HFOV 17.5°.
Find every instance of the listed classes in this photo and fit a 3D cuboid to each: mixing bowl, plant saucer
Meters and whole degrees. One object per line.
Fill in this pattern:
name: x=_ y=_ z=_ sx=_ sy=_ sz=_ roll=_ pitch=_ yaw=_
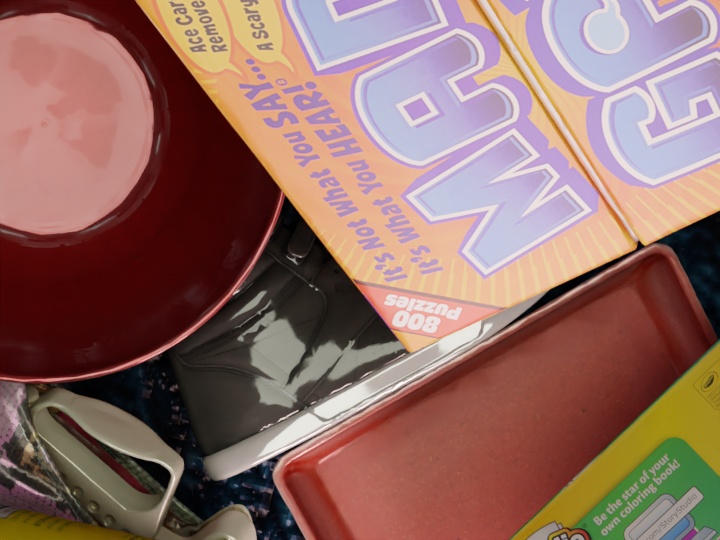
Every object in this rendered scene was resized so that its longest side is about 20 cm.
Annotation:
mixing bowl: x=-0.130 y=-0.059 z=0.968 sx=0.199 sy=0.108 sz=0.201 roll=-1 pitch=95 yaw=-6
plant saucer: x=0.088 y=0.115 z=1.040 sx=0.200 sy=0.037 sz=0.200 roll=-30 pitch=105 yaw=-5

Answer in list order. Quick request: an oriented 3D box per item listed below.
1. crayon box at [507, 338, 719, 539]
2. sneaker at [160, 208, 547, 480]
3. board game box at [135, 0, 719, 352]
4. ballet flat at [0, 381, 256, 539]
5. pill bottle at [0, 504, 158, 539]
crayon box: x=0.137 y=0.126 z=0.976 sx=0.200 sy=0.058 sz=0.119 roll=-43 pitch=72 yaw=0
sneaker: x=0.000 y=0.000 z=1.011 sx=0.200 sy=0.071 sz=0.099 roll=-30 pitch=94 yaw=-7
board game box: x=0.048 y=-0.135 z=0.878 sx=0.199 sy=0.200 sz=0.200 roll=-26 pitch=130 yaw=15
ballet flat: x=-0.091 y=0.110 z=1.000 sx=0.200 sy=0.069 sz=0.071 roll=43 pitch=118 yaw=-11
pill bottle: x=-0.157 y=0.146 z=0.930 sx=0.199 sy=0.109 sz=0.110 roll=11 pitch=94 yaw=11
